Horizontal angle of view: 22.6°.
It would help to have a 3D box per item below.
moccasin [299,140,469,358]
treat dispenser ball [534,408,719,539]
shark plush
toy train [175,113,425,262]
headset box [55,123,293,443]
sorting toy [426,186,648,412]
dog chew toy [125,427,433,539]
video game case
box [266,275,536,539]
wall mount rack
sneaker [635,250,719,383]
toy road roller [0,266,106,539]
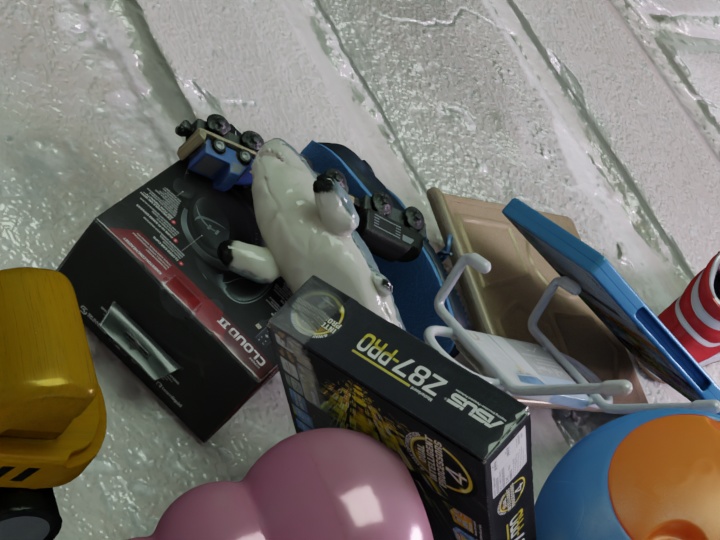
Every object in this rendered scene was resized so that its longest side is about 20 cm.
[{"bbox_3d":[0.028,-0.021,1.346,0.068,0.080,0.201,-1,56,-55],"label":"moccasin"},{"bbox_3d":[0.208,0.192,1.193,0.200,0.201,0.201,25,39,-22],"label":"treat dispenser ball"},{"bbox_3d":[0.000,0.000,1.177,0.200,0.091,0.083,41,18,-11],"label":"shark plush"},{"bbox_3d":[-0.039,-0.052,1.228,0.199,0.034,0.046,24,51,-26],"label":"toy train"},{"bbox_3d":[-0.099,0.008,1.199,0.149,0.077,0.200,44,37,1],"label":"headset box"},{"bbox_3d":[0.137,0.030,1.418,0.200,0.036,0.186,12,51,-47],"label":"sorting toy"},{"bbox_3d":[-0.061,0.167,1.009,0.199,0.125,0.125,-19,61,-10],"label":"dog chew toy"},{"bbox_3d":[0.199,0.033,1.357,0.200,0.018,0.143,45,-2,-30],"label":"video game case"},{"bbox_3d":[0.030,0.108,1.084,0.161,0.200,0.049,34,65,26],"label":"box"},{"bbox_3d":[0.145,0.062,1.257,0.200,0.075,0.174,13,26,-48],"label":"wall mount rack"},{"bbox_3d":[0.318,0.025,1.541,0.071,0.113,0.200,50,36,10],"label":"sneaker"},{"bbox_3d":[-0.228,0.065,0.960,0.199,0.146,0.123,8,47,-38],"label":"toy road roller"}]
